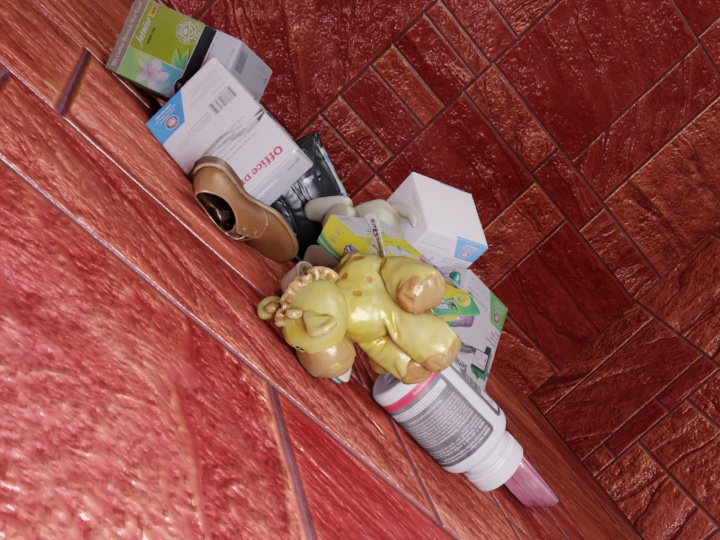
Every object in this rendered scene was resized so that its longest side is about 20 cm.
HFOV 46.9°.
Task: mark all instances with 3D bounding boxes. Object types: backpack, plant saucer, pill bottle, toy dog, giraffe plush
[{"bbox_3d":[-0.090,-0.103,1.403,0.200,0.163,0.154,54,-10,0],"label":"backpack"},{"bbox_3d":[0.252,0.328,1.419,0.201,0.051,0.201,48,3,-3],"label":"plant saucer"},{"bbox_3d":[0.119,0.193,1.091,0.200,0.111,0.111,46,6,-10],"label":"pill bottle"},{"bbox_3d":[0.000,0.000,1.255,0.140,0.194,0.200,60,27,-48],"label":"toy dog"},{"bbox_3d":[-0.013,0.051,0.908,0.173,0.162,0.200,-37,-102,55],"label":"giraffe plush"}]

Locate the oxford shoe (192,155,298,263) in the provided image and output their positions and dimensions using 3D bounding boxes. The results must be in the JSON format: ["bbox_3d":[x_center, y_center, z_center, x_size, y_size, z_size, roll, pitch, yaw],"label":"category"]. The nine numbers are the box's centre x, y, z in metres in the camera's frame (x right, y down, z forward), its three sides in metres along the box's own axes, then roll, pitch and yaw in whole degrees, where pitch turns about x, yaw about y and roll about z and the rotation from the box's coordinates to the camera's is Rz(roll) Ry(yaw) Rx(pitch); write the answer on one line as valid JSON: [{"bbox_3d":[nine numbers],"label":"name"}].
[{"bbox_3d":[-0.158,-0.062,1.121,0.200,0.071,0.071,43,34,-36],"label":"oxford shoe"}]

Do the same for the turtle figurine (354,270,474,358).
[{"bbox_3d":[0.048,0.046,1.136,0.101,0.200,0.150,102,-21,-48],"label":"turtle figurine"}]

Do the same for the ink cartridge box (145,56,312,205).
[{"bbox_3d":[-0.191,-0.185,1.216,0.200,0.145,0.084,49,5,15],"label":"ink cartridge box"}]

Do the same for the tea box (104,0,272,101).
[{"bbox_3d":[-0.280,-0.335,1.386,0.196,0.134,0.200,24,3,6],"label":"tea box"}]

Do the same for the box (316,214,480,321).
[{"bbox_3d":[0.050,0.005,1.047,0.200,0.048,0.117,41,22,32],"label":"box"}]

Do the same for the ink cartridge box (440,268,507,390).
[{"bbox_3d":[0.144,0.117,1.311,0.084,0.200,0.146,1,-27,39],"label":"ink cartridge box"}]

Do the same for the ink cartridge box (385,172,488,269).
[{"bbox_3d":[0.089,-0.038,1.376,0.128,0.200,0.125,15,45,-32],"label":"ink cartridge box"}]

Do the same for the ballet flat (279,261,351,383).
[{"bbox_3d":[-0.047,0.055,1.037,0.069,0.069,0.200,42,8,-43],"label":"ballet flat"}]
